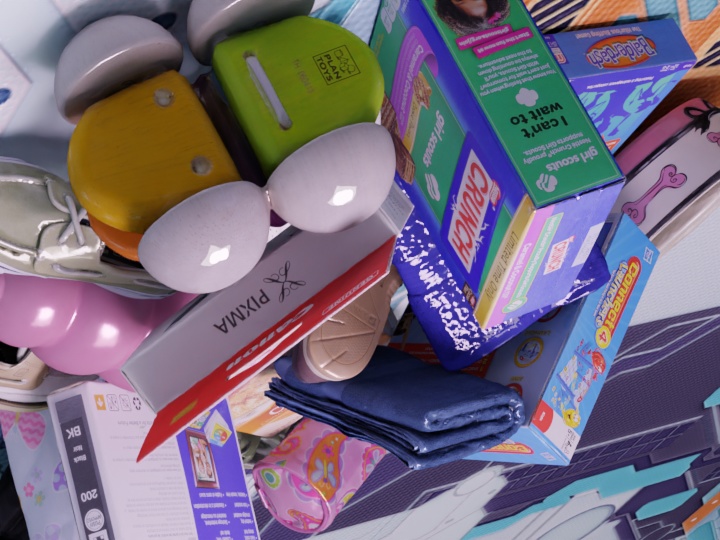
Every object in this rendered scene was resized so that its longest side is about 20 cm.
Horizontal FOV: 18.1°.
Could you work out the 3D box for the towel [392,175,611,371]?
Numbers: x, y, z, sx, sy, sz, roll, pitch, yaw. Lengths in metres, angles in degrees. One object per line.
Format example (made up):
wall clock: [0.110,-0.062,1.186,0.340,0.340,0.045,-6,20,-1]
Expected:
towel: [0.082,-0.043,1.672,0.147,0.201,0.050,-30,-159,-5]

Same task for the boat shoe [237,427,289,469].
boat shoe: [-0.111,0.137,1.969,0.072,0.062,0.200,-38,156,22]

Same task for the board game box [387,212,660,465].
board game box: [0.114,0.052,1.786,0.199,0.197,0.056,-1,145,48]

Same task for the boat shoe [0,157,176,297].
boat shoe: [-0.181,-0.029,1.422,0.199,0.073,0.062,15,164,-41]

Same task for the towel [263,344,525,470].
towel: [0.025,0.099,1.706,0.111,0.049,0.199,-11,-165,-35]

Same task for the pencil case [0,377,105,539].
pencil case: [-0.213,0.152,1.683,0.090,0.201,0.083,-27,161,21]

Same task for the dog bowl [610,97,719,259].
dog bowl: [0.246,-0.064,1.895,0.200,0.074,0.200,-39,170,-8]

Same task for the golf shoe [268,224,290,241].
golf shoe: [-0.046,-0.057,1.595,0.092,0.073,0.200,-18,157,-23]

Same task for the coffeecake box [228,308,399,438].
coffeecake box: [-0.074,0.056,1.818,0.153,0.073,0.200,-34,158,16]

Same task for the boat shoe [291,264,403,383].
boat shoe: [0.000,0.000,1.705,0.072,0.201,0.065,37,149,-22]

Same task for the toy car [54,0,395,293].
toy car: [-0.079,-0.074,1.370,0.199,0.176,0.150,-26,159,-10]

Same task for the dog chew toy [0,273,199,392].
dog chew toy: [-0.180,0.018,1.545,0.199,0.125,0.124,9,138,-46]

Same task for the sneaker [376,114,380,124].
sneaker: [-0.083,-0.101,1.476,0.198,0.075,0.100,-9,112,-10]

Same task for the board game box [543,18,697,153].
board game box: [0.147,-0.112,1.755,0.151,0.045,0.200,-12,155,-38]

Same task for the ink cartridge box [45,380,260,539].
ink cartridge box: [-0.137,0.182,1.635,0.043,0.202,0.198,-21,166,23]

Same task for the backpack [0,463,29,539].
backpack: [-0.210,0.182,1.829,0.126,0.168,0.200,-13,161,-46]

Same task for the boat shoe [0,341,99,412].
boat shoe: [-0.247,0.053,1.589,0.199,0.075,0.068,-3,153,-48]

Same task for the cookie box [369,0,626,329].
cookie box: [0.081,-0.090,1.505,0.075,0.201,0.171,-21,157,-20]

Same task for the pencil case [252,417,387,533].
pencil case: [-0.014,0.133,1.953,0.200,0.087,0.088,-53,176,-37]

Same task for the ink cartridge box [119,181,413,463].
ink cartridge box: [-0.062,0.021,1.407,0.200,0.045,0.176,-37,-173,13]
